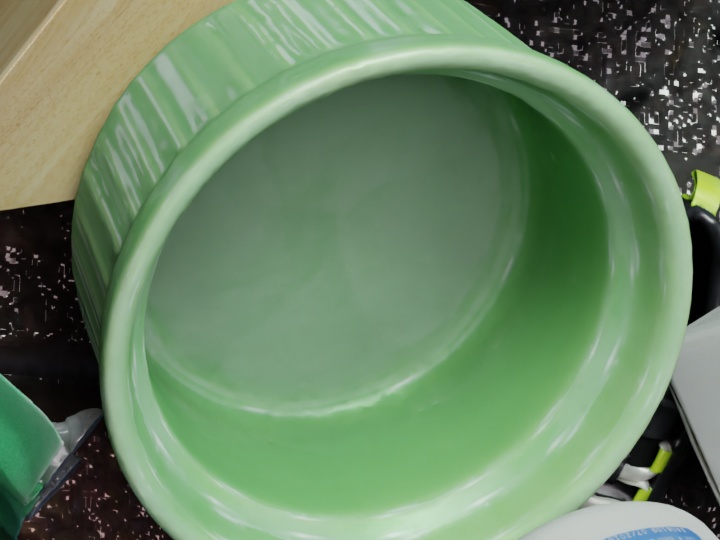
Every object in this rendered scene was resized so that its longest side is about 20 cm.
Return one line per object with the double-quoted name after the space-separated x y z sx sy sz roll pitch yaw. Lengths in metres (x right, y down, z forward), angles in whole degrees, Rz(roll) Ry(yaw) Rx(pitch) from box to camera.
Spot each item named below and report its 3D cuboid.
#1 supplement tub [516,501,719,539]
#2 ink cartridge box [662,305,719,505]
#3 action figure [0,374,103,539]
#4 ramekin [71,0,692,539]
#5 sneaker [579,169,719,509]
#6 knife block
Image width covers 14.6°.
0.113 0.180 0.894 0.131 0.132 0.200 -23 46 -18 "supplement tub"
0.221 0.013 0.971 0.200 0.145 0.085 -29 97 -44 "ink cartridge box"
-0.176 0.006 0.930 0.200 0.118 0.055 39 59 3 "action figure"
0.000 0.000 0.932 0.199 0.098 0.201 -9 120 -17 "ramekin"
0.080 0.057 0.994 0.071 0.083 0.201 20 77 -11 "sneaker"
-0.065 -0.120 0.959 0.199 0.064 0.177 -9 108 -16 "knife block"
